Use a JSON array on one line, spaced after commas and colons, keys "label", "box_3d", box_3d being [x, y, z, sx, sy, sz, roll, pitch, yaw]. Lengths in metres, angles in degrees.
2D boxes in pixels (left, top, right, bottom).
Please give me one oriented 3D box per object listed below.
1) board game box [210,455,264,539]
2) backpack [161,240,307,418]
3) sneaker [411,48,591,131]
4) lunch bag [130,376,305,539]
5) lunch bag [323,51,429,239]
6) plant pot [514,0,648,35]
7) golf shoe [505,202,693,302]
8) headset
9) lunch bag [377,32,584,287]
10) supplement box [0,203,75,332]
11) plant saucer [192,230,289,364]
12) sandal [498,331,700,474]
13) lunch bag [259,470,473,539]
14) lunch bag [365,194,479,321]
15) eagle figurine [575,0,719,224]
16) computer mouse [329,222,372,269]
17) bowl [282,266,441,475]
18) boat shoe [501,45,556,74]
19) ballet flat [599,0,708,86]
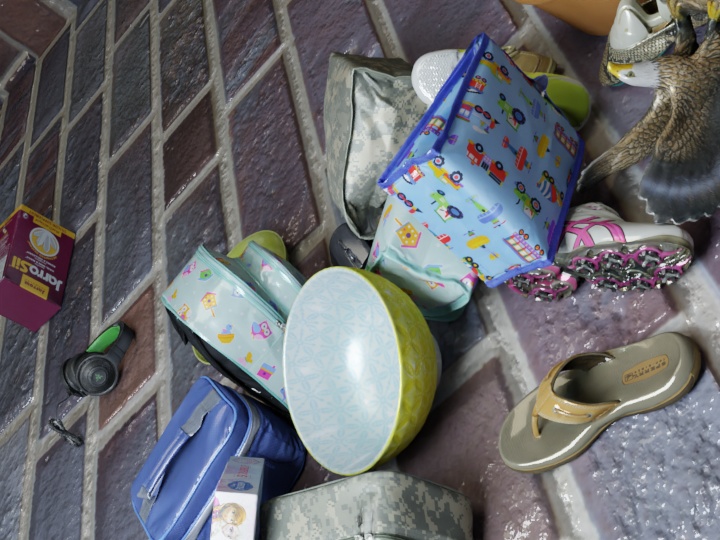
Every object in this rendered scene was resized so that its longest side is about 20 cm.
[{"label": "board game box", "box_3d": [-0.123, 0.295, 1.003, 0.200, 0.040, 0.204, 151, 124, -86]}, {"label": "backpack", "box_3d": [-0.126, 0.054, 1.210, 0.154, 0.199, 0.176, -55, 32, 2]}, {"label": "sneaker", "box_3d": [0.135, -0.179, 1.085, 0.105, 0.197, 0.077, -158, 80, -73]}, {"label": "lunch bag", "box_3d": [-0.175, 0.233, 1.189, 0.202, 0.132, 0.136, -58, 33, -1]}, {"label": "lunch bag", "box_3d": [0.015, -0.147, 1.242, 0.164, 0.115, 0.204, -123, 38, -70]}, {"label": "plant pot", "box_3d": [0.244, -0.346, 1.107, 0.199, 0.139, 0.202, -33, 40, 32]}, {"label": "golf shoe", "box_3d": [0.214, -0.029, 0.944, 0.199, 0.072, 0.093, -6, 56, 51]}, {"label": "headset", "box_3d": [-0.420, 0.174, 1.645, 0.123, 0.094, 0.201, -13, 38, 53]}, {"label": "lunch bag", "box_3d": [0.132, -0.115, 0.961, 0.094, 0.150, 0.201, -24, 30, 55]}, {"label": "supplement box", "box_3d": [-0.645, -0.006, 2.018, 0.103, 0.130, 0.202, -35, 40, 30]}, {"label": "plant saucer", "box_3d": [-0.157, 0.041, 1.420, 0.199, 0.031, 0.202, -34, 39, 32]}, {"label": "sandal", "box_3d": [0.191, 0.103, 0.881, 0.199, 0.054, 0.081, -34, 39, 32]}, {"label": "lunch bag", "box_3d": [0.002, 0.281, 0.917, 0.198, 0.138, 0.170, -22, 56, 40]}, {"label": "lunch bag", "box_3d": [0.080, -0.044, 1.089, 0.200, 0.120, 0.173, 116, 176, -74]}, {"label": "eagle figurine", "box_3d": [0.280, -0.147, 0.924, 0.149, 0.151, 0.204, 13, 100, 20]}, {"label": "computer mouse", "box_3d": [0.000, 0.000, 1.241, 0.059, 0.034, 0.201, -49, 34, 11]}, {"label": "bowl", "box_3d": [0.017, 0.097, 1.048, 0.199, 0.106, 0.204, 2, 93, 52]}, {"label": "boat shoe", "box_3d": [0.141, -0.224, 1.212, 0.199, 0.063, 0.074, 9, 70, 55]}, {"label": "ballet flat", "box_3d": [0.300, -0.256, 1.016, 0.199, 0.075, 0.069, -29, 43, 38]}]
